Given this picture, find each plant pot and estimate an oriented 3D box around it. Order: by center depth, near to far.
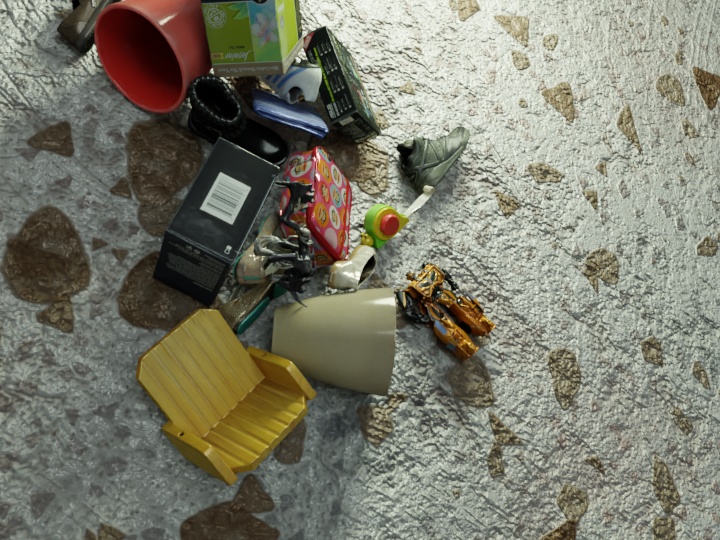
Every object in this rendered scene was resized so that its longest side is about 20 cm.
[{"bbox_3d":[-0.052,0.115,1.237,0.199,0.187,0.188,5,66,-6],"label":"plant pot"},{"bbox_3d":[-0.349,-0.418,1.313,0.200,0.200,0.177,41,49,-4],"label":"plant pot"}]

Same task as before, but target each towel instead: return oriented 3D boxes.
[{"bbox_3d":[-0.141,-0.304,1.379,0.144,0.024,0.200,16,20,-17],"label":"towel"}]

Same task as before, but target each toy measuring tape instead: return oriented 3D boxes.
[{"bbox_3d":[0.067,-0.121,1.423,0.074,0.074,0.200,46,71,-1],"label":"toy measuring tape"}]

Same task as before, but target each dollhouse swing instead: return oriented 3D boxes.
[{"bbox_3d":[-0.213,0.179,1.119,0.200,0.181,0.176,-43,127,-31],"label":"dollhouse swing"}]

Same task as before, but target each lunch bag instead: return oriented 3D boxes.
[{"bbox_3d":[-0.073,-0.107,1.327,0.176,0.082,0.200,51,34,-49],"label":"lunch bag"}]

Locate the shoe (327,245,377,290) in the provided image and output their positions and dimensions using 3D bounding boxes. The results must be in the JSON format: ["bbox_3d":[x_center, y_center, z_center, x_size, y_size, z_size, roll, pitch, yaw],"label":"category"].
[{"bbox_3d":[0.000,0.000,1.311,0.053,0.070,0.200,11,17,17],"label":"shoe"}]

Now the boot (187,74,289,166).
[{"bbox_3d":[-0.219,-0.265,1.311,0.211,0.158,0.080,21,74,-13],"label":"boot"}]

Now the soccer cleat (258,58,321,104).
[{"bbox_3d":[-0.160,-0.372,1.403,0.070,0.200,0.087,-12,113,-48],"label":"soccer cleat"}]

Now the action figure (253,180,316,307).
[{"bbox_3d":[-0.121,-0.042,1.171,0.102,0.119,0.201,2,92,-6],"label":"action figure"}]

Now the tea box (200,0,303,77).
[{"bbox_3d":[-0.190,-0.467,1.281,0.133,0.197,0.200,-1,30,8],"label":"tea box"}]

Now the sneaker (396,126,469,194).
[{"bbox_3d":[0.153,-0.264,1.531,0.114,0.076,0.200,44,64,-9],"label":"sneaker"}]

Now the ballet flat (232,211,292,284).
[{"bbox_3d":[-0.158,-0.037,1.272,0.067,0.068,0.200,8,39,13],"label":"ballet flat"}]

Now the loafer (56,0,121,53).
[{"bbox_3d":[-0.499,-0.499,1.336,0.071,0.073,0.200,26,61,-14],"label":"loafer"}]

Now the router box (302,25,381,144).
[{"bbox_3d":[-0.038,-0.370,1.449,0.150,0.062,0.200,18,51,-68],"label":"router box"}]

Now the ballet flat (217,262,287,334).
[{"bbox_3d":[-0.174,0.030,1.270,0.065,0.071,0.200,38,54,14],"label":"ballet flat"}]

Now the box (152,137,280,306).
[{"bbox_3d":[-0.243,-0.076,1.200,0.117,0.200,0.197,27,60,-9],"label":"box"}]

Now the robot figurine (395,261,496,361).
[{"bbox_3d":[0.166,0.071,1.406,0.200,0.058,0.145,45,57,-2],"label":"robot figurine"}]
